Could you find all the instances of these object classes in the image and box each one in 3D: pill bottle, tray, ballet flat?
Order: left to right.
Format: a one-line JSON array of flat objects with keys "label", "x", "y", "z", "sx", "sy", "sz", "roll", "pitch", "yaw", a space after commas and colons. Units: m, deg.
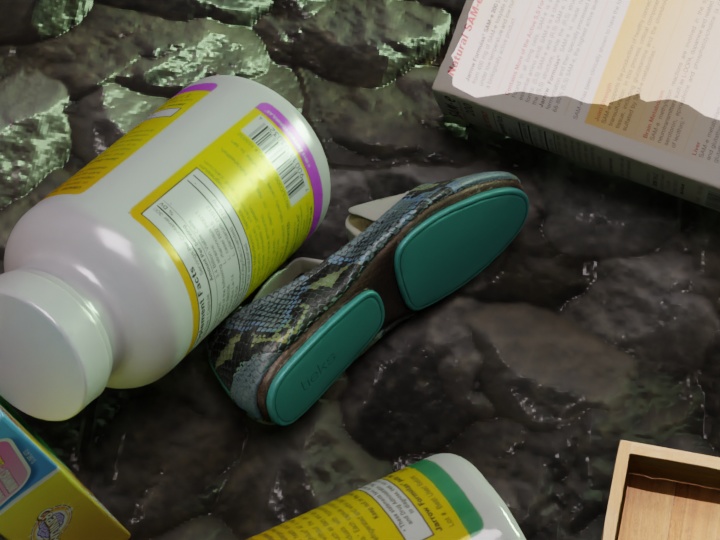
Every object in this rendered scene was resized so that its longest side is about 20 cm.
[{"label": "pill bottle", "x": -0.106, "y": -0.011, "z": 0.979, "sx": 0.104, "sy": 0.104, "sz": 0.200, "roll": 30, "pitch": 44, "yaw": 15}, {"label": "pill bottle", "x": -0.023, "y": 0.171, "z": 0.892, "sx": 0.200, "sy": 0.113, "sz": 0.113, "roll": -23, "pitch": 62, "yaw": -16}, {"label": "ballet flat", "x": 0.000, "y": 0.000, "z": 1.031, "sx": 0.200, "sy": 0.074, "sz": 0.074, "roll": -37, "pitch": 66, "yaw": -26}, {"label": "tray", "x": 0.152, "y": 0.186, "z": 0.913, "sx": 0.099, "sy": 0.037, "sz": 0.200, "roll": 9, "pitch": 67, "yaw": 11}]

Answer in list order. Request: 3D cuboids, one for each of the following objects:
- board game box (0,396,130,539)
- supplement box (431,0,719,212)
[{"label": "board game box", "x": -0.192, "y": 0.061, "z": 0.901, "sx": 0.040, "sy": 0.200, "sz": 0.153, "roll": -44, "pitch": 69, "yaw": -9}, {"label": "supplement box", "x": 0.154, "y": -0.117, "z": 1.079, "sx": 0.200, "sy": 0.074, "sz": 0.126, "roll": 21, "pitch": 86, "yaw": 10}]
